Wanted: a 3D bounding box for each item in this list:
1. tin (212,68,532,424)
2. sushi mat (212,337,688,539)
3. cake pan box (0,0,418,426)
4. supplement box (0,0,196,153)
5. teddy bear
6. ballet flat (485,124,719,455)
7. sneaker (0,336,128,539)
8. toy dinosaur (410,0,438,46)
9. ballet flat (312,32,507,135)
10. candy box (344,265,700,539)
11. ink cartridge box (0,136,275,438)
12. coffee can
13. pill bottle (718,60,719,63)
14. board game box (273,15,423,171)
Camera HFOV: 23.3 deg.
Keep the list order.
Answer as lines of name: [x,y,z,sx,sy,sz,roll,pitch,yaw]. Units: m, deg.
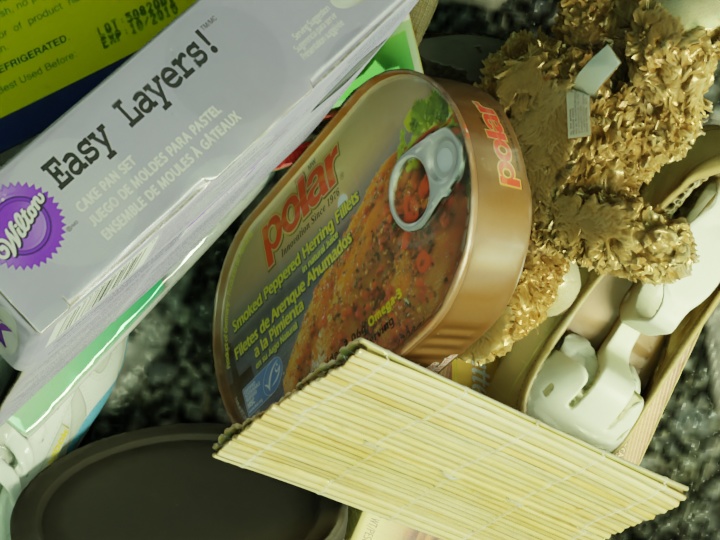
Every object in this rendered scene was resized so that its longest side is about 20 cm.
tin: [0.000,0.000,0.727,0.042,0.113,0.200,0,149,-37]
sushi mat: [0.041,0.083,0.733,0.199,0.012,0.095,26,136,-35]
cake pan box: [-0.073,-0.031,0.611,0.052,0.184,0.200,45,68,0]
supplement box: [-0.147,-0.164,0.657,0.108,0.110,0.201,-27,122,-11]
teddy bear: [0.094,-0.052,0.721,0.066,0.144,0.202,13,96,-47]
ballet flat: [0.112,0.026,0.758,0.068,0.063,0.201,28,101,-10]
sneaker: [-0.163,0.074,0.803,0.076,0.081,0.201,24,101,-8]
toy dinosaur: [0.044,-0.178,0.770,0.100,0.058,0.202,1,97,11]
ballet flat: [0.017,-0.077,0.796,0.198,0.046,0.068,11,77,-12]
candy box: [0.070,0.080,0.831,0.114,0.055,0.202,20,103,-9]
ink cartridge box: [-0.160,-0.055,0.752,0.200,0.050,0.161,45,78,-10]
coffee can: [-0.076,0.192,0.791,0.145,0.147,0.202,-2,114,-3]
pill bottle: [0.219,-0.171,0.742,0.200,0.113,0.113,-44,103,8]
board game box: [-0.037,-0.146,0.740,0.095,0.030,0.202,-14,95,0]
